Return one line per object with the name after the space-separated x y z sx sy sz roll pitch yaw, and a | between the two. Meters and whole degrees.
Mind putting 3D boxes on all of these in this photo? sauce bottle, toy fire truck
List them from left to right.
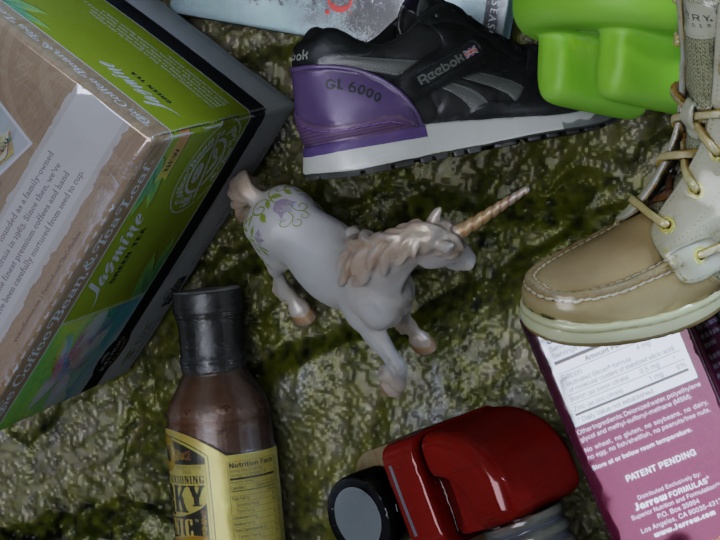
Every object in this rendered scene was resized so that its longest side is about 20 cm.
-0.078 0.110 1.410 0.064 0.065 0.201 -5 91 18 | sauce bottle
0.089 0.156 1.287 0.199 0.128 0.177 -23 86 43 | toy fire truck

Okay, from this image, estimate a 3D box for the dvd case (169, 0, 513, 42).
-0.004 -0.199 1.383 0.199 0.022 0.147 12 98 16 | dvd case

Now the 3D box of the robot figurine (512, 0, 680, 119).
0.139 -0.180 1.254 0.175 0.115 0.201 2 85 53 | robot figurine

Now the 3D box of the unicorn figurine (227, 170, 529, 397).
0.000 0.000 1.327 0.199 0.138 0.074 18 61 28 | unicorn figurine

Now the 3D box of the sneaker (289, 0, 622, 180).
0.060 -0.106 1.298 0.199 0.076 0.088 -12 94 -21 | sneaker

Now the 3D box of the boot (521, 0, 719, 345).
0.157 -0.060 1.174 0.199 0.072 0.155 -21 122 -16 | boot

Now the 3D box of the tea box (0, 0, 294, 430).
-0.167 -0.040 1.347 0.133 0.197 0.201 37 111 12 | tea box

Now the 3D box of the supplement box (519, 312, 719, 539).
0.169 0.094 1.303 0.085 0.110 0.201 -24 86 18 | supplement box
